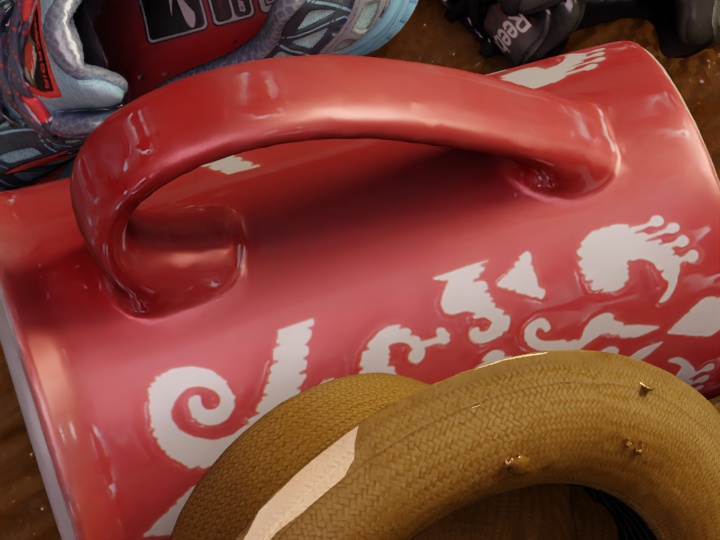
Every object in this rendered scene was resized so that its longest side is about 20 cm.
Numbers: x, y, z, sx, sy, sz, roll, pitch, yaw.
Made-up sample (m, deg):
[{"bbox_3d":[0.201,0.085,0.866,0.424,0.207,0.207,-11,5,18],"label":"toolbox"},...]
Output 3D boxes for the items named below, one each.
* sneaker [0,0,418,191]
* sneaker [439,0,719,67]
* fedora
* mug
[{"bbox_3d":[-0.085,-0.071,0.841,0.200,0.096,0.079,-22,90,17],"label":"sneaker"},{"bbox_3d":[0.032,-0.114,0.884,0.200,0.071,0.098,12,80,-2],"label":"sneaker"},{"bbox_3d":[0.010,0.088,0.756,0.201,0.201,0.082,-41,48,-7],"label":"fedora"},{"bbox_3d":[0.003,0.011,0.819,0.200,0.178,0.134,-17,86,-9],"label":"mug"}]
